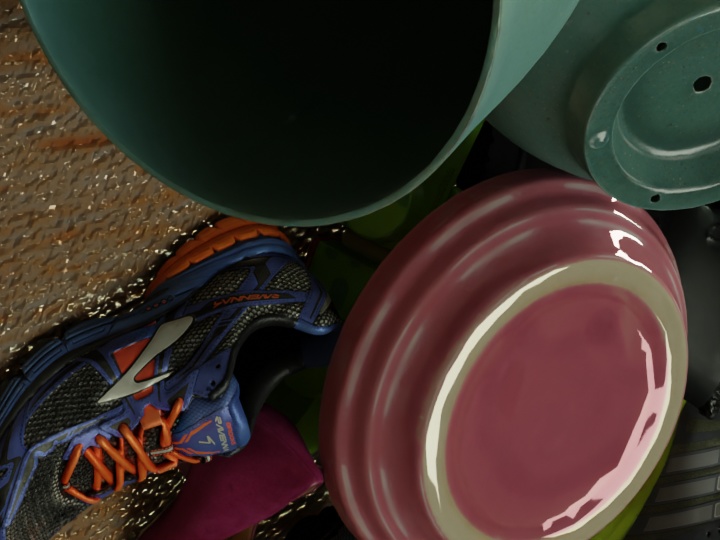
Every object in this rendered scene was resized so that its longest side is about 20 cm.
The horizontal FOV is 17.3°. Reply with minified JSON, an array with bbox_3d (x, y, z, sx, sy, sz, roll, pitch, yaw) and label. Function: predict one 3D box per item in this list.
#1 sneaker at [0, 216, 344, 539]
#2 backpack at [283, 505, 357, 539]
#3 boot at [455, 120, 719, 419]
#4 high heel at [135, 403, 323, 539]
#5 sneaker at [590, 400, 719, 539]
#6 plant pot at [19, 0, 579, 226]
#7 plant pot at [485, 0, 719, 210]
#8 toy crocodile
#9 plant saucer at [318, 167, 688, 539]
[{"bbox_3d":[-0.086,0.054,1.009,0.200,0.078,0.076,-42,148,-22],"label":"sneaker"},{"bbox_3d":[0.014,0.228,1.173,0.190,0.201,0.154,-38,-170,-34],"label":"backpack"},{"bbox_3d":[0.110,0.032,1.171,0.073,0.161,0.200,-169,-83,-78],"label":"boot"},{"bbox_3d":[-0.060,0.135,1.114,0.067,0.096,0.201,-38,147,-28],"label":"high heel"},{"bbox_3d":[0.194,0.113,1.310,0.074,0.081,0.201,-1,123,-57],"label":"sneaker"},{"bbox_3d":[-0.002,-0.139,0.829,0.161,0.200,0.202,-38,149,-50],"label":"plant pot"},{"bbox_3d":[0.128,-0.113,1.020,0.199,0.135,0.201,-12,139,-11],"label":"plant pot"},{"bbox_3d":[0.000,0.000,1.113,0.067,0.062,0.201,7,110,-58],"label":"toy crocodile"},{"bbox_3d":[0.076,0.056,1.071,0.199,0.051,0.202,-15,119,-29],"label":"plant saucer"}]
